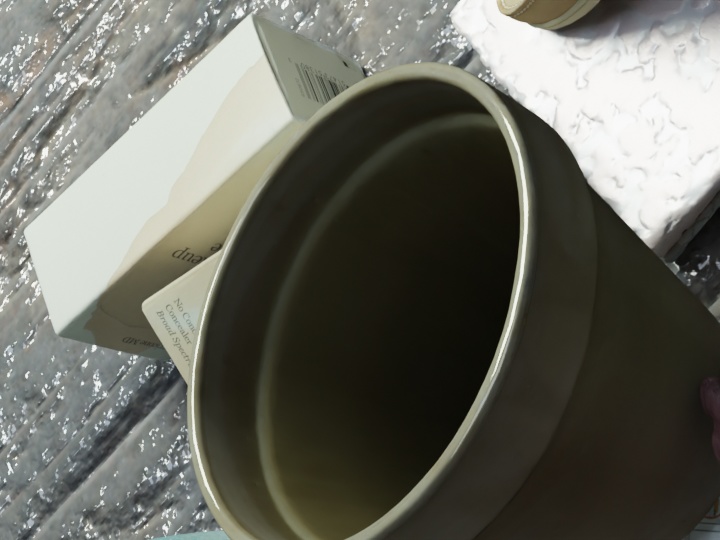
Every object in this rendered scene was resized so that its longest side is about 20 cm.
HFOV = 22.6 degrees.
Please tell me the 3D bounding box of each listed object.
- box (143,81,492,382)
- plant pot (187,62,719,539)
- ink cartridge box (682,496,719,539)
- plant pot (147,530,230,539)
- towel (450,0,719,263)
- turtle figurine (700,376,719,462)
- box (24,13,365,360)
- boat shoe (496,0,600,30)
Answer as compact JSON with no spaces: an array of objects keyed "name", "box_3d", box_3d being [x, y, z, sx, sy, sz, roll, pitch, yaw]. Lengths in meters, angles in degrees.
[{"name":"box","box_3d":[0.000,0.000,0.890,0.200,0.078,0.095,-34,89,31]},{"name":"plant pot","box_3d":[0.057,0.042,0.723,0.200,0.173,0.200,-31,47,40]},{"name":"ink cartridge box","box_3d":[0.142,0.132,0.782,0.173,0.044,0.201,-2,76,40]},{"name":"plant pot","box_3d":[-0.044,0.205,0.768,0.196,0.199,0.196,172,112,-74]},{"name":"towel","box_3d":[0.153,-0.133,0.856,0.191,0.032,0.200,-50,50,20]},{"name":"turtle figurine","box_3d":[0.221,0.044,0.617,0.200,0.194,0.144,29,87,20]},{"name":"box","box_3d":[-0.085,-0.041,0.999,0.200,0.095,0.078,-41,55,28]},{"name":"boat shoe","box_3d":[0.088,-0.173,0.801,0.200,0.069,0.074,122,147,-63]}]
